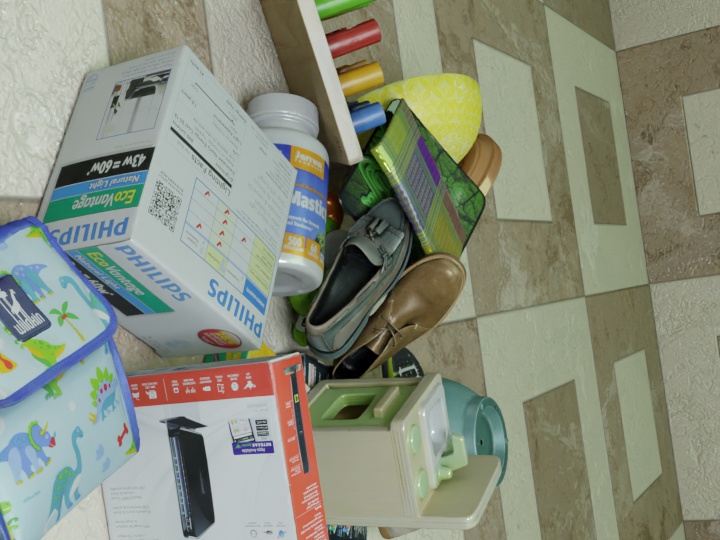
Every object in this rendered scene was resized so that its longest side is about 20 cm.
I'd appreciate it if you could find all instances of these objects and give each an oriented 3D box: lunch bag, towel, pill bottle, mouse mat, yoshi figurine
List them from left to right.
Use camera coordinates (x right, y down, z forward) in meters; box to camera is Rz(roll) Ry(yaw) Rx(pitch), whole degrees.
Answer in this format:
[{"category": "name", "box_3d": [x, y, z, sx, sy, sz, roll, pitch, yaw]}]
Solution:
[{"category": "lunch bag", "box_3d": [-0.254, 0.078, 0.691, 0.170, 0.126, 0.203, -43, 123, -65]}, {"category": "pill bottle", "box_3d": [-0.090, -0.083, 1.067, 0.112, 0.111, 0.203, 31, 57, -54]}, {"category": "yoshi figurine", "box_3d": [-0.035, -0.008, 1.166, 0.112, 0.112, 0.202, 39, 50, -30]}, {"category": "mouse mat", "box_3d": [0.068, -0.085, 1.187, 0.200, 0.007, 0.162, 43, 64, -30]}, {"category": "towel", "box_3d": [0.072, -0.082, 1.133, 0.202, 0.022, 0.144, 62, 26, -23]}]

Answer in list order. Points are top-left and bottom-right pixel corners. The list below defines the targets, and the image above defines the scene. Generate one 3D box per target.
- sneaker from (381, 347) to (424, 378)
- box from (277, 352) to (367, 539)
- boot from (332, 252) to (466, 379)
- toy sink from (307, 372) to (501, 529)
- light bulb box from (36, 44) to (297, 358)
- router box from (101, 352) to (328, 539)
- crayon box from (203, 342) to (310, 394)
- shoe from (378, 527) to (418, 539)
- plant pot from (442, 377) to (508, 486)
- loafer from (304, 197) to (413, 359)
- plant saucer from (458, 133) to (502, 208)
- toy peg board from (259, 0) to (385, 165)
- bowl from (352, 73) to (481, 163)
[{"category": "sneaker", "box_3d": [0.034, 0.191, 1.230, 0.073, 0.080, 0.204, -11, 103, -55]}, {"category": "box", "box_3d": [-0.045, 0.212, 1.133, 0.159, 0.045, 0.203, 32, 55, -54]}, {"category": "boot", "box_3d": [0.041, 0.061, 1.098, 0.074, 0.200, 0.076, 43, 26, -6]}, {"category": "toy sink", "box_3d": [0.031, 0.179, 1.008, 0.130, 0.197, 0.114, -41, 124, -61]}, {"category": "light bulb box", "box_3d": [-0.170, -0.055, 0.898, 0.198, 0.123, 0.203, 47, 44, -47]}, {"category": "router box", "box_3d": [-0.129, 0.170, 0.831, 0.049, 0.197, 0.183, -10, 91, -62]}, {"category": "crayon box", "box_3d": [-0.121, 0.179, 0.991, 0.119, 0.058, 0.202, 50, 41, -43]}, {"category": "shoe", "box_3d": [0.026, 0.228, 1.155, 0.070, 0.053, 0.202, -57, 132, -52]}, {"category": "plant pot", "box_3d": [0.120, 0.236, 1.339, 0.200, 0.132, 0.204, 24, 62, -56]}, {"category": "loafer", "box_3d": [0.000, 0.000, 1.074, 0.202, 0.071, 0.063, -62, 157, -20]}, {"category": "plant saucer", "box_3d": [0.105, -0.112, 1.348, 0.032, 0.199, 0.202, 44, 43, -24]}, {"category": "toy peg board", "box_3d": [-0.024, -0.238, 1.130, 0.200, 0.097, 0.202, -146, -144, -72]}, {"category": "bowl", "box_3d": [0.072, -0.162, 1.280, 0.199, 0.198, 0.109, 6, 67, -60]}]
